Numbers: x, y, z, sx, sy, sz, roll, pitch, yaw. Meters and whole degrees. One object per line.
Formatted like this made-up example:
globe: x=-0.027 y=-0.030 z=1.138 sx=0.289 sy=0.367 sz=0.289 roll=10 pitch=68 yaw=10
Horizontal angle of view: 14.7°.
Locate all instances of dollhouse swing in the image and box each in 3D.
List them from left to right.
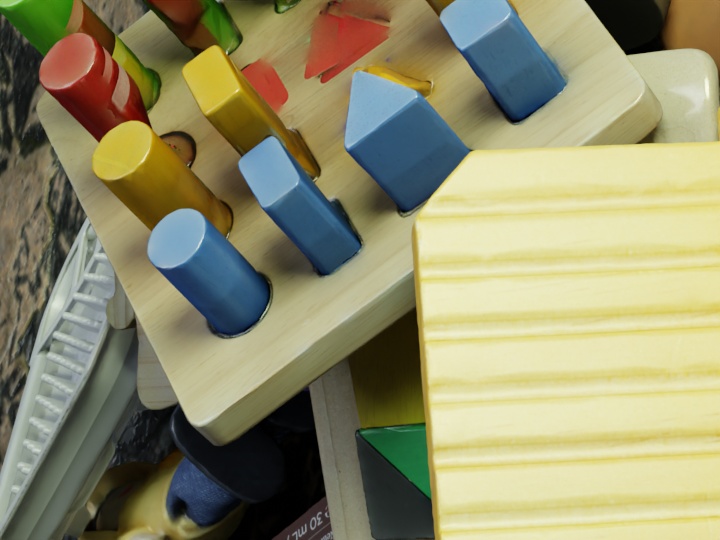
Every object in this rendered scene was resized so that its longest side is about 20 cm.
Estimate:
dollhouse swing: x=0.128 y=0.018 z=0.867 sx=0.182 sy=0.175 sz=0.201 roll=134 pitch=136 yaw=-63

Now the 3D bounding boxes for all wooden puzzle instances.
wooden puzzle: x=0.055 y=0.028 z=1.023 sx=0.184 sy=0.037 sz=0.201 roll=-5 pitch=93 yaw=31

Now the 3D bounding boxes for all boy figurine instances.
boy figurine: x=-0.075 y=0.091 z=1.262 sx=0.125 sy=0.064 sz=0.200 roll=-57 pitch=7 yaw=-27

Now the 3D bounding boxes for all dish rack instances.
dish rack: x=-0.115 y=0.029 z=1.280 sx=0.172 sy=0.043 sz=0.201 roll=-57 pitch=15 yaw=40

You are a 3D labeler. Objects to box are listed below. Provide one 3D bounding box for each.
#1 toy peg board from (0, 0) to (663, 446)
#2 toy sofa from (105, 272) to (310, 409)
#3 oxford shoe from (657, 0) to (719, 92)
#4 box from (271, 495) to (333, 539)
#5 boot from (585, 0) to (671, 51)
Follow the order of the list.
toy peg board: x=-0.031 y=-0.080 z=1.013 sx=0.200 sy=0.098 sz=0.199 roll=-37 pitch=46 yaw=7
toy sofa: x=0.000 y=0.000 z=1.121 sx=0.199 sy=0.083 sz=0.098 roll=-4 pitch=94 yaw=31
oxford shoe: x=0.163 y=-0.101 z=0.997 sx=0.200 sy=0.071 sz=0.072 roll=-3 pitch=76 yaw=58
box: x=0.002 y=0.198 z=1.113 sx=0.100 sy=0.075 sz=0.201 roll=-41 pitch=47 yaw=40
boot: x=0.051 y=-0.122 z=1.119 sx=0.199 sy=0.074 sz=0.076 roll=-5 pitch=53 yaw=43
